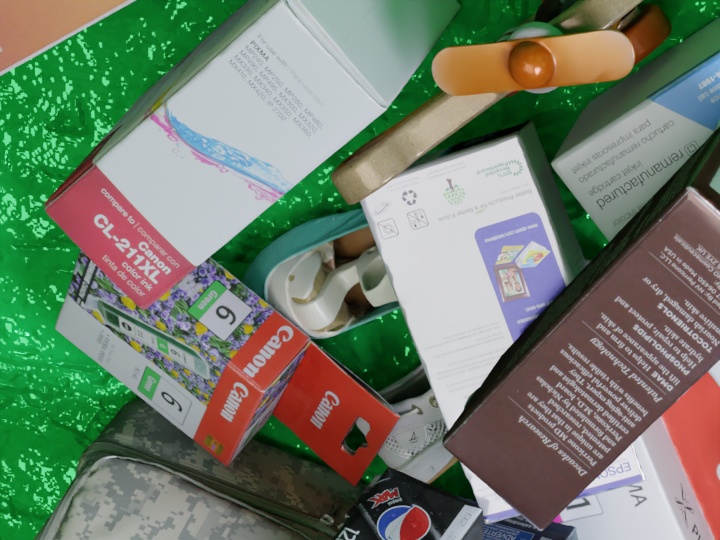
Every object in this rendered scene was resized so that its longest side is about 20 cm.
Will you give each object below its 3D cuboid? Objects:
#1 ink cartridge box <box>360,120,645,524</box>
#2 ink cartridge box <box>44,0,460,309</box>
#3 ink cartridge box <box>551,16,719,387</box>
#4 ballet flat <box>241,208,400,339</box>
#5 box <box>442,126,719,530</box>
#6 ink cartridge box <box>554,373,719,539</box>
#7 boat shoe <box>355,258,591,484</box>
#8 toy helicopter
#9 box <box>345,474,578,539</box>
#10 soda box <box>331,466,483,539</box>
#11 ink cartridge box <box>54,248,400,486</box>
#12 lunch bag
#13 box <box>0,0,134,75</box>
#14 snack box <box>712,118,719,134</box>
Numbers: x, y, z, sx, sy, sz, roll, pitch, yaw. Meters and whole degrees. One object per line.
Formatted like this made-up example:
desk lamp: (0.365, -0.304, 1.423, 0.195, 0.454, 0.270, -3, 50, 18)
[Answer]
ink cartridge box: (0.079, 0.029, 1.407, 0.099, 0.039, 0.201, -16, 100, 21)
ink cartridge box: (-0.056, -0.089, 1.411, 0.083, 0.146, 0.200, 47, 123, -8)
ink cartridge box: (0.220, -0.028, 1.372, 0.144, 0.085, 0.200, -33, 102, 30)
ballet flat: (0.000, 0.000, 1.481, 0.200, 0.070, 0.067, -24, 106, 30)
box: (0.135, 0.026, 1.280, 0.075, 0.100, 0.200, 43, 124, -1)
ink cartridge box: (0.190, 0.153, 1.505, 0.173, 0.044, 0.201, -15, 110, 29)
boat shoe: (0.066, 0.049, 1.481, 0.069, 0.071, 0.200, 42, 124, -6)
toy helicopter: (0.070, -0.096, 1.337, 0.200, 0.132, 0.079, -36, 101, 6)
box: (0.077, 0.217, 1.538, 0.137, 0.040, 0.201, 12, 135, 34)
soda box: (0.027, 0.207, 1.478, 0.063, 0.071, 0.200, 22, 140, 23)
ink cartridge box: (-0.080, 0.057, 1.520, 0.200, 0.050, 0.109, 39, 150, 6)
lunch bag: (-0.097, 0.189, 1.560, 0.199, 0.168, 0.140, 22, 122, 8)
box: (-0.150, -0.219, 1.404, 0.200, 0.106, 0.153, -26, 105, 30)
snack box: (0.250, 0.008, 1.308, 0.199, 0.037, 0.116, 25, 121, 7)
